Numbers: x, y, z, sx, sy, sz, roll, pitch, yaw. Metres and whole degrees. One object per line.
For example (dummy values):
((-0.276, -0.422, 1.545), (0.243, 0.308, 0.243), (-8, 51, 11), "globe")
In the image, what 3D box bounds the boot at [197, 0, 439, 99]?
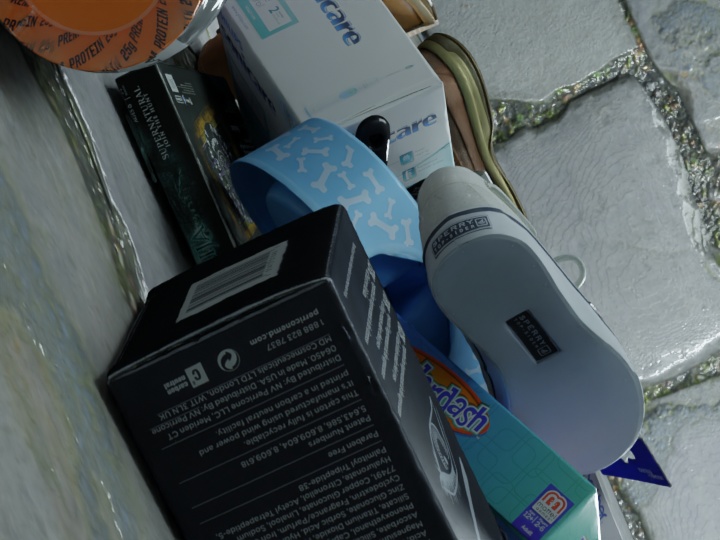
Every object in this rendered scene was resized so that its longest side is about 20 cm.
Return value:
((-0.032, -0.157, 1.405), (0.200, 0.153, 0.074), (49, 21, -78), "boot")

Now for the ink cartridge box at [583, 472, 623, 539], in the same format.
((0.115, 0.185, 1.268), (0.094, 0.044, 0.201), (9, -47, 45), "ink cartridge box")

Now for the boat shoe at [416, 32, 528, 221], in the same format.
((0.057, -0.048, 1.433), (0.072, 0.067, 0.202), (20, -47, 60), "boat shoe")

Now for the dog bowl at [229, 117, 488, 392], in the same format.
((0.013, 0.004, 1.168), (0.200, 0.050, 0.111), (52, -15, -20), "dog bowl")

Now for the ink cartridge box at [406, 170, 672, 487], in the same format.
((0.091, 0.039, 1.214), (0.201, 0.037, 0.095), (57, -14, -9), "ink cartridge box")

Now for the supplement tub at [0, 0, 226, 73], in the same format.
((-0.112, -0.163, 1.013), (0.200, 0.122, 0.123), (-93, 157, -68), "supplement tub")

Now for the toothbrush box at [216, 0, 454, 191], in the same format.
((-0.008, -0.070, 1.312), (0.147, 0.085, 0.201), (57, -15, 38), "toothbrush box")

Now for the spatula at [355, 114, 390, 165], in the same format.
((0.000, 0.000, 1.244), (0.021, 0.056, 0.201), (-119, -153, -52), "spatula")

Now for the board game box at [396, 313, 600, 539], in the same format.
((0.038, 0.091, 1.140), (0.200, 0.045, 0.152), (42, -16, 24), "board game box")

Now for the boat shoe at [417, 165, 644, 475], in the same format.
((0.077, 0.019, 1.103), (0.202, 0.074, 0.086), (50, 16, -43), "boat shoe")

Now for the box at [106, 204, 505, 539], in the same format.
((-0.014, 0.092, 0.967), (0.148, 0.104, 0.201), (-80, 146, -77), "box")

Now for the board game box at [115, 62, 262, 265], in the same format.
((-0.077, -0.045, 1.235), (0.200, 0.028, 0.136), (-16, 82, -83), "board game box")

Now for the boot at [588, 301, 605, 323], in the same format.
((0.113, 0.114, 1.513), (0.200, 0.165, 0.073), (59, 8, -51), "boot")
